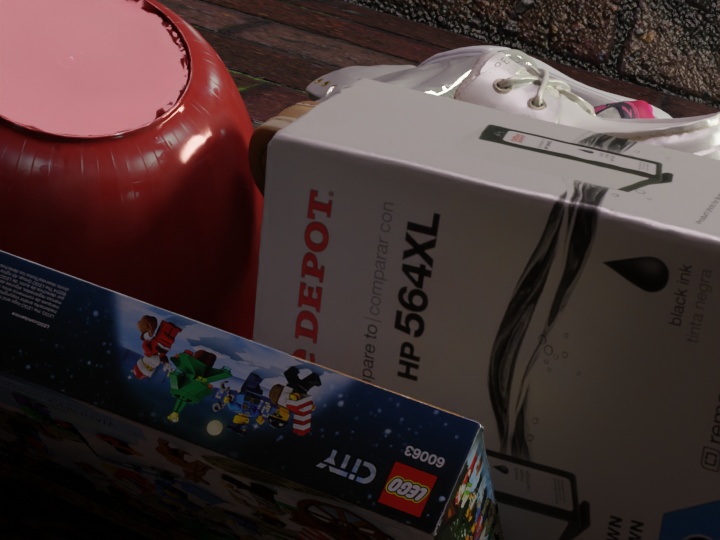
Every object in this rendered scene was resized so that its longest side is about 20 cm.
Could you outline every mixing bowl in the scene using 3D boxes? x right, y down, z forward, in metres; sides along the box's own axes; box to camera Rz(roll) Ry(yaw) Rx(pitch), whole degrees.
[{"bbox_3d":[-0.120,-0.047,0.839,0.200,0.109,0.200,8,46,-9],"label":"mixing bowl"}]

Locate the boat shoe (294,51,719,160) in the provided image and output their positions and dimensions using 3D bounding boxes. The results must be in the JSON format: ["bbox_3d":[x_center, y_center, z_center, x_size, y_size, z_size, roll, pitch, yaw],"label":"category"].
[{"bbox_3d":[0.059,-0.057,0.873,0.200,0.070,0.071,-5,4,20],"label":"boat shoe"}]

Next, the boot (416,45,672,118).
[{"bbox_3d":[0.081,-0.081,1.190,0.200,0.074,0.095,17,20,40],"label":"boot"}]

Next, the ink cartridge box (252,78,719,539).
[{"bbox_3d":[0.066,0.031,0.719,0.200,0.146,0.084,14,24,18],"label":"ink cartridge box"}]

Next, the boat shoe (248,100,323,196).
[{"bbox_3d":[0.054,-0.018,0.806,0.200,0.074,0.069,27,56,12],"label":"boat shoe"}]

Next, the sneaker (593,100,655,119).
[{"bbox_3d":[0.144,-0.001,1.057,0.200,0.075,0.081,57,9,-44],"label":"sneaker"}]

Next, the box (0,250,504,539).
[{"bbox_3d":[-0.053,0.057,0.667,0.200,0.038,0.137,19,-23,17],"label":"box"}]

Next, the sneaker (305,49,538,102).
[{"bbox_3d":[-0.007,-0.063,1.092,0.200,0.074,0.115,-22,13,-41],"label":"sneaker"}]
